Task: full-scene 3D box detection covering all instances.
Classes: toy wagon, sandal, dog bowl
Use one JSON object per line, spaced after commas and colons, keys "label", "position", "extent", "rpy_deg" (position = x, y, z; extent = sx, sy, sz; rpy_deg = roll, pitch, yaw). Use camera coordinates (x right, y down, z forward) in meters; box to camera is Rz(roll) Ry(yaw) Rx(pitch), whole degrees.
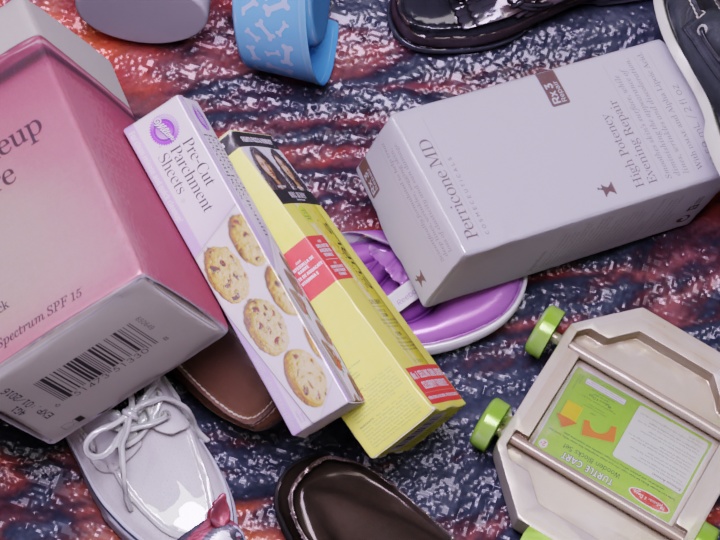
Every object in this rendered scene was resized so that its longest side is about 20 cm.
{"label": "toy wagon", "position": [0.141, 0.118, 1.661], "extent": [0.155, 0.040, 0.200], "rpy_deg": [30, 70, 7]}
{"label": "sandal", "position": [0.000, 0.007, 1.684], "extent": [0.202, 0.050, 0.083], "rpy_deg": [-1, 69, -4]}
{"label": "dog bowl", "position": [-0.042, -0.210, 1.738], "extent": [0.049, 0.112, 0.201], "rpy_deg": [1, 68, 10]}

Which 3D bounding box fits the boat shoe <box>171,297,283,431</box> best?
{"label": "boat shoe", "position": [-0.113, 0.014, 1.646], "extent": [0.076, 0.072, 0.200], "rpy_deg": [-48, 69, 15]}

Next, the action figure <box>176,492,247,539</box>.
{"label": "action figure", "position": [-0.112, 0.218, 1.577], "extent": [0.148, 0.134, 0.201], "rpy_deg": [6, 70, 26]}

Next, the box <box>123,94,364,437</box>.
{"label": "box", "position": [-0.065, -0.002, 1.580], "extent": [0.041, 0.039, 0.201], "rpy_deg": [-30, 81, 11]}

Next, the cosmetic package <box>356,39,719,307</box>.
{"label": "cosmetic package", "position": [0.110, -0.060, 1.686], "extent": [0.199, 0.074, 0.102], "rpy_deg": [-18, 70, -29]}

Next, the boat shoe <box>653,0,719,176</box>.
{"label": "boat shoe", "position": [0.231, -0.119, 1.691], "extent": [0.066, 0.074, 0.200], "rpy_deg": [-36, 42, 24]}

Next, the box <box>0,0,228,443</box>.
{"label": "box", "position": [-0.180, -0.028, 1.578], "extent": [0.128, 0.109, 0.200], "rpy_deg": [-33, 62, 11]}

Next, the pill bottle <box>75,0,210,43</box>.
{"label": "pill bottle", "position": [-0.124, -0.247, 1.739], "extent": [0.111, 0.111, 0.201], "rpy_deg": [6, 68, -3]}

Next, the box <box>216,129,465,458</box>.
{"label": "box", "position": [-0.024, 0.013, 1.626], "extent": [0.050, 0.075, 0.200], "rpy_deg": [-38, 78, 14]}

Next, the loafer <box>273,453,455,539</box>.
{"label": "loafer", "position": [0.035, 0.172, 1.612], "extent": [0.200, 0.071, 0.073], "rpy_deg": [40, 71, 10]}

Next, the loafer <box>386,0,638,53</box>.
{"label": "loafer", "position": [0.113, -0.191, 1.765], "extent": [0.199, 0.063, 0.072], "rpy_deg": [-15, 72, -11]}

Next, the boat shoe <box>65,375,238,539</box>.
{"label": "boat shoe", "position": [-0.134, 0.079, 1.625], "extent": [0.074, 0.086, 0.202], "rpy_deg": [-27, 73, -14]}
